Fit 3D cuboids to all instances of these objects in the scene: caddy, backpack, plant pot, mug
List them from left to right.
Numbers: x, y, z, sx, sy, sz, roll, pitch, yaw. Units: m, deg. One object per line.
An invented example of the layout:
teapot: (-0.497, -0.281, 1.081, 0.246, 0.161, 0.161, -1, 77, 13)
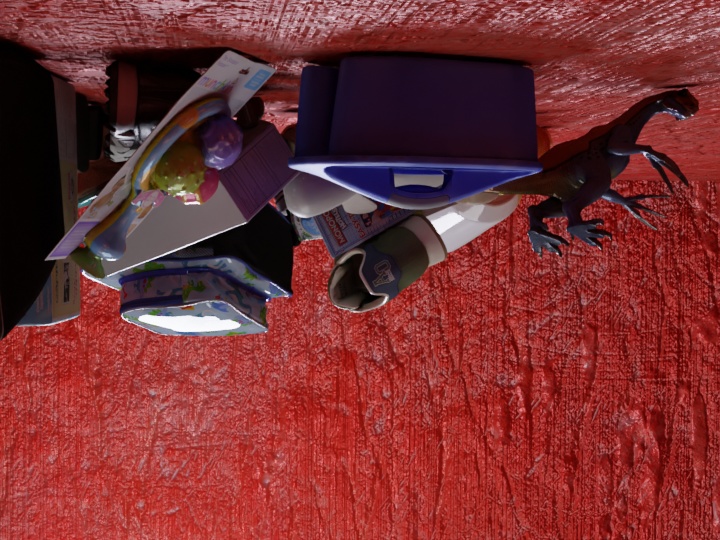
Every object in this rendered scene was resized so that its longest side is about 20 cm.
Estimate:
plant pot: (-0.313, -0.067, 1.048, 0.198, 0.201, 0.177, 1, -168, 13)
backpack: (-0.184, -0.010, 1.519, 0.198, 0.148, 0.183, 1, 166, 22)
caddy: (0.042, -0.099, 1.095, 0.199, 0.106, 0.141, 0, -177, -27)
mug: (0.124, -0.119, 1.718, 0.149, 0.187, 0.153, 34, 161, -16)

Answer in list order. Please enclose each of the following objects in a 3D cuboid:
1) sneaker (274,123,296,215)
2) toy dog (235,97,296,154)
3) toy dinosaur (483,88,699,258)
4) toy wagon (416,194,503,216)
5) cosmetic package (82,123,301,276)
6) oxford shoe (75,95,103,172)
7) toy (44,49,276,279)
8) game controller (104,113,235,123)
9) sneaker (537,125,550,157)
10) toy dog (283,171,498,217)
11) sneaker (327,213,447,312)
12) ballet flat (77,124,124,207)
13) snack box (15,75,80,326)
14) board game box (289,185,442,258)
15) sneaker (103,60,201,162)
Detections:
sneaker: (-0.032, -0.133, 1.535, 0.199, 0.080, 0.078, -31, 166, 40)
toy dog: (-0.122, -0.114, 1.325, 0.199, 0.097, 0.132, -2, -155, 40)
toy dinosaur: (0.203, -0.099, 1.211, 0.199, 0.182, 0.105, 33, 151, -17)
toy wagon: (0.072, -0.075, 1.493, 0.199, 0.040, 0.155, -18, -171, 36)
cosmetic package: (-0.143, -0.054, 1.213, 0.199, 0.051, 0.083, -17, -160, 46)
oxford shoe: (-0.292, -0.131, 1.410, 0.071, 0.072, 0.200, 4, -177, -4)
toy: (-0.134, -0.068, 1.076, 0.200, 0.047, 0.115, -44, 172, 11)
game controller: (-0.224, -0.149, 1.610, 0.198, 0.043, 0.104, 1, -179, 2)
sneaker: (0.106, -0.128, 1.570, 0.199, 0.074, 0.077, 1, -177, 28)
toy dog: (0.025, -0.103, 1.250, 0.199, 0.133, 0.096, 5, -160, -26)
sneaker: (0.000, 0.000, 1.368, 0.090, 0.067, 0.200, -35, -173, -23)
ballet flat: (-0.238, -0.124, 1.520, 0.199, 0.073, 0.068, -17, -174, 39)
snack box: (-0.261, -0.058, 1.211, 0.037, 0.202, 0.116, -1, -179, 1)
board game box: (0.013, -0.081, 1.374, 0.199, 0.062, 0.200, -32, -167, -27)
sneaker: (-0.157, -0.122, 1.159, 0.090, 0.067, 0.200, 2, 177, -10)
